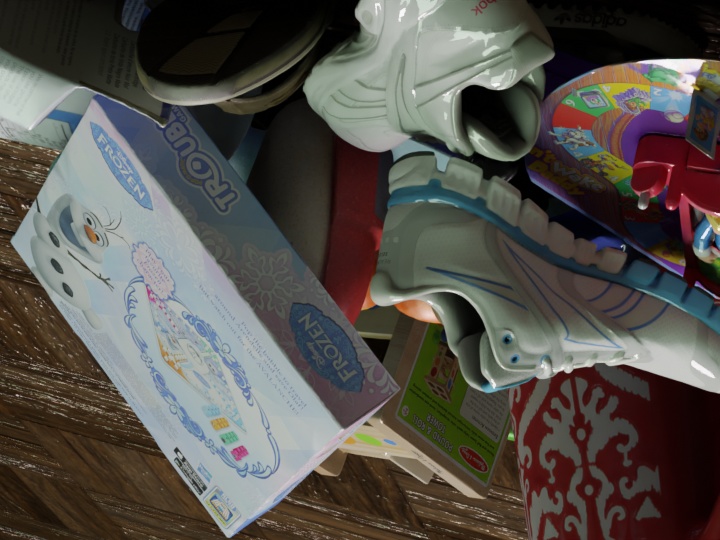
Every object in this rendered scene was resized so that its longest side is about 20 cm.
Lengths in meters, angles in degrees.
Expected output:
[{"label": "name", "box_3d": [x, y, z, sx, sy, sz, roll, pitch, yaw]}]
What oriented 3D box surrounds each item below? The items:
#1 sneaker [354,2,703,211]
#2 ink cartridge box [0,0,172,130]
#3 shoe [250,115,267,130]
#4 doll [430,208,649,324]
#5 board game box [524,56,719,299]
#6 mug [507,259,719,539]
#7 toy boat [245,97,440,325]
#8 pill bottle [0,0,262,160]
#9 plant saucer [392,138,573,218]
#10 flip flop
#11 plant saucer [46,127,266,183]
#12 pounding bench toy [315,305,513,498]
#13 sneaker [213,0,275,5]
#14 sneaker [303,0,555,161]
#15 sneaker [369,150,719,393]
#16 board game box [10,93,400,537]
[{"label": "sneaker", "box_3d": [0.065, -0.077, 1.380, 0.200, 0.100, 0.070, 4, 156, 37]}, {"label": "ink cartridge box", "box_3d": [-0.182, -0.145, 1.338, 0.200, 0.200, 0.041, 25, 119, -13]}, {"label": "shoe", "box_3d": [-0.076, -0.079, 1.612, 0.053, 0.070, 0.200, -32, 138, 11]}, {"label": "doll", "box_3d": [0.131, -0.022, 1.418, 0.200, 0.049, 0.136, -17, -179, -16]}, {"label": "board game box", "box_3d": [0.166, -0.022, 1.283, 0.200, 0.039, 0.158, 32, 148, -23]}, {"label": "mug", "box_3d": [0.147, 0.103, 1.492, 0.133, 0.200, 0.178, 0, 159, -9]}, {"label": "toy boat", "box_3d": [0.000, 0.000, 1.473, 0.130, 0.131, 0.200, 9, 152, -10]}, {"label": "pill bottle", "box_3d": [-0.159, -0.121, 1.474, 0.200, 0.112, 0.112, 13, 161, 21]}, {"label": "plant saucer", "box_3d": [0.053, -0.043, 1.562, 0.200, 0.036, 0.200, 27, 164, 8]}, {"label": "flip flop", "box_3d": [-0.052, -0.107, 1.325, 0.081, 0.058, 0.200, 3, -162, 8]}, {"label": "plant saucer", "box_3d": [-0.084, -0.024, 1.606, 0.200, 0.027, 0.200, 6, 151, 3]}, {"label": "pounding bench toy", "box_3d": [0.027, 0.075, 1.818, 0.156, 0.124, 0.200, 4, 156, 40]}, {"label": "sneaker", "box_3d": [-0.073, -0.164, 1.290, 0.199, 0.071, 0.083, 9, -165, 16]}, {"label": "sneaker", "box_3d": [0.036, -0.082, 1.285, 0.099, 0.078, 0.200, 52, 163, 6]}, {"label": "sneaker", "box_3d": [0.088, 0.026, 1.308, 0.200, 0.087, 0.075, 25, 161, -15]}, {"label": "board game box", "box_3d": [-0.084, 0.020, 1.404, 0.200, 0.043, 0.199, 53, 154, 5]}]
